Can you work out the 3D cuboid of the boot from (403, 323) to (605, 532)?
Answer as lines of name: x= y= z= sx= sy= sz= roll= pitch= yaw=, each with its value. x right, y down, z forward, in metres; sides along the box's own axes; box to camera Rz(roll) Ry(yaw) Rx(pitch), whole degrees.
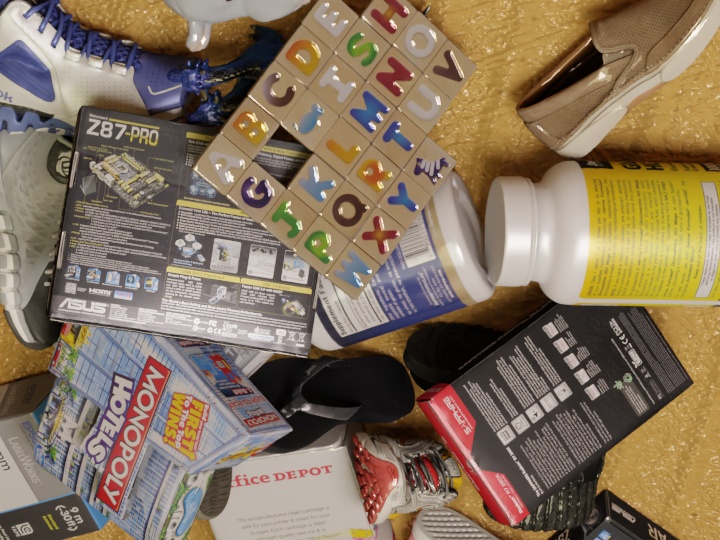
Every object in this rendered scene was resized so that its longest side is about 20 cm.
boot: x=0.123 y=0.143 z=1.323 sx=0.210 sy=0.080 sz=0.158 roll=15 pitch=121 yaw=-5

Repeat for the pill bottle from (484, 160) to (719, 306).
pill bottle: x=0.202 y=-0.029 z=1.181 sx=0.199 sy=0.113 sz=0.113 roll=1 pitch=121 yaw=-7

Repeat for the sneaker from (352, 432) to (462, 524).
sneaker: x=0.042 y=0.171 z=1.300 sx=0.082 sy=0.200 sz=0.078 roll=-14 pitch=82 yaw=8

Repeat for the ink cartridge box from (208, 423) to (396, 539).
ink cartridge box: x=-0.054 y=0.223 z=1.382 sx=0.147 sy=0.086 sz=0.201 roll=-9 pitch=118 yaw=11

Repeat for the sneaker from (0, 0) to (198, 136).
sneaker: x=-0.229 y=-0.167 z=1.167 sx=0.198 sy=0.081 sz=0.116 roll=0 pitch=123 yaw=7

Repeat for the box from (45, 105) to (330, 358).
box: x=-0.126 y=-0.027 z=1.139 sx=0.199 sy=0.049 sz=0.162 roll=8 pitch=88 yaw=-14

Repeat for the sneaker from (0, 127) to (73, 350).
sneaker: x=-0.241 y=-0.033 z=1.237 sx=0.115 sy=0.075 sz=0.201 roll=-6 pitch=108 yaw=6

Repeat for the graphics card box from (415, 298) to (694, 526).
graphics card box: x=0.159 y=0.099 z=1.234 sx=0.200 sy=0.051 sz=0.126 roll=-36 pitch=93 yaw=-14

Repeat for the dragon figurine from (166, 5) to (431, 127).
dragon figurine: x=-0.043 y=-0.152 z=1.150 sx=0.199 sy=0.100 sz=0.059 roll=-5 pitch=121 yaw=7

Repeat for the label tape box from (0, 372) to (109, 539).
label tape box: x=-0.291 y=0.173 z=1.383 sx=0.199 sy=0.063 sz=0.145 roll=-16 pitch=119 yaw=14

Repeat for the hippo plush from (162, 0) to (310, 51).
hippo plush: x=-0.095 y=-0.252 z=1.059 sx=0.199 sy=0.161 sz=0.160 roll=-1 pitch=121 yaw=5

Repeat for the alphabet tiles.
alphabet tiles: x=-0.004 y=-0.105 z=1.130 sx=0.167 sy=0.008 sz=0.200 roll=39 pitch=84 yaw=-24

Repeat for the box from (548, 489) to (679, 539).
box: x=0.227 y=0.320 z=1.441 sx=0.160 sy=0.044 sz=0.200 roll=36 pitch=117 yaw=-15

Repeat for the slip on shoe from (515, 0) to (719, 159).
slip on shoe: x=0.199 y=-0.168 z=1.139 sx=0.060 sy=0.076 sz=0.200 roll=31 pitch=126 yaw=-21

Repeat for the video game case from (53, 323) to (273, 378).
video game case: x=-0.179 y=0.039 z=1.251 sx=0.182 sy=0.023 sz=0.200 roll=-44 pitch=70 yaw=25

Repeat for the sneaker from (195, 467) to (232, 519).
sneaker: x=-0.163 y=0.108 z=1.298 sx=0.106 sy=0.075 sz=0.201 roll=1 pitch=78 yaw=29

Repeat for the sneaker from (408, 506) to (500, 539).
sneaker: x=0.121 y=0.311 z=1.394 sx=0.200 sy=0.075 sz=0.105 roll=33 pitch=124 yaw=24

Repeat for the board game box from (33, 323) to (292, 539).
board game box: x=-0.160 y=0.121 z=1.194 sx=0.199 sy=0.062 sz=0.201 roll=31 pitch=107 yaw=28

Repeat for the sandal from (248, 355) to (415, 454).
sandal: x=-0.025 y=0.100 z=1.263 sx=0.043 sy=0.200 sz=0.076 roll=-33 pitch=74 yaw=41

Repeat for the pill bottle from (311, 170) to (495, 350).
pill bottle: x=0.000 y=0.000 z=1.230 sx=0.199 sy=0.111 sz=0.111 roll=-19 pitch=117 yaw=15
